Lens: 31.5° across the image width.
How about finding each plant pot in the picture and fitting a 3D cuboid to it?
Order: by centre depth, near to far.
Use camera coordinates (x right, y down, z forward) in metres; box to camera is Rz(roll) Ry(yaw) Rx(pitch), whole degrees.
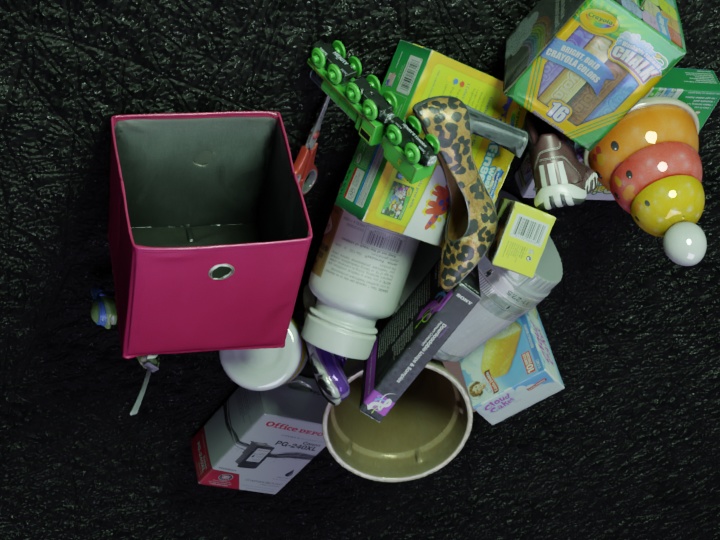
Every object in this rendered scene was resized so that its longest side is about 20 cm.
[{"bbox_3d":[0.042,0.155,1.757,0.199,0.184,0.201,-2,120,-4],"label":"plant pot"}]

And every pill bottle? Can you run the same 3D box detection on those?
[{"bbox_3d":[0.000,0.000,1.556,0.114,0.114,0.201,14,99,-33],"label":"pill bottle"},{"bbox_3d":[-0.122,0.102,1.669,0.104,0.105,0.200,-15,177,1],"label":"pill bottle"}]

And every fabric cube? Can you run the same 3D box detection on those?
[{"bbox_3d":[-0.180,-0.040,1.444,0.195,0.201,0.200,-3,141,-17],"label":"fabric cube"}]

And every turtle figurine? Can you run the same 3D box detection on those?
[{"bbox_3d":[-0.225,0.075,1.592,0.193,0.200,0.144,-18,133,-29],"label":"turtle figurine"}]

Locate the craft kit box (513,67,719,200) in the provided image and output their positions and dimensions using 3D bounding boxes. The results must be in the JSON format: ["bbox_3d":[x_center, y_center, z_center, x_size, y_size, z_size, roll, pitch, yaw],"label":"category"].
[{"bbox_3d":[0.317,-0.168,1.584,0.199,0.049,0.198,0,143,-19],"label":"craft kit box"}]

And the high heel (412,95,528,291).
[{"bbox_3d":[0.086,-0.085,1.385,0.142,0.071,0.201,18,97,-28],"label":"high heel"}]

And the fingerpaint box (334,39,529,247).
[{"bbox_3d":[0.086,-0.136,1.446,0.166,0.073,0.201,16,100,-35],"label":"fingerpaint box"}]

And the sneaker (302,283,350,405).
[{"bbox_3d":[-0.030,0.083,1.652,0.083,0.201,0.081,-11,136,5],"label":"sneaker"}]

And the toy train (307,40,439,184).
[{"bbox_3d":[0.011,-0.169,1.359,0.042,0.200,0.057,-26,151,-32],"label":"toy train"}]

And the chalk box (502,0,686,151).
[{"bbox_3d":[0.261,-0.254,1.358,0.124,0.125,0.200,32,127,-16],"label":"chalk box"}]

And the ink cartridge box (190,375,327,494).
[{"bbox_3d":[-0.141,0.245,1.917,0.145,0.084,0.200,15,134,-34],"label":"ink cartridge box"}]

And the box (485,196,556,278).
[{"bbox_3d":[0.175,-0.040,1.441,0.050,0.200,0.076,20,94,1],"label":"box"}]

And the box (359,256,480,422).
[{"bbox_3d":[0.070,0.068,1.513,0.036,0.143,0.200,32,112,-11],"label":"box"}]

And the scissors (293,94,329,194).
[{"bbox_3d":[-0.060,-0.144,1.472,0.073,0.014,0.200,-41,160,-38],"label":"scissors"}]

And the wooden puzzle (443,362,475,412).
[{"bbox_3d":[0.106,0.169,1.952,0.199,0.037,0.185,-11,143,-13],"label":"wooden puzzle"}]

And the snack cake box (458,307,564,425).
[{"bbox_3d":[0.189,0.093,1.740,0.115,0.201,0.067,-29,140,18],"label":"snack cake box"}]

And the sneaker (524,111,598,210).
[{"bbox_3d":[0.229,-0.141,1.472,0.075,0.200,0.116,-11,99,11],"label":"sneaker"}]

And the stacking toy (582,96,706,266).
[{"bbox_3d":[0.356,-0.091,1.495,0.145,0.201,0.146,-10,142,-8],"label":"stacking toy"}]

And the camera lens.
[{"bbox_3d":[0.139,0.010,1.651,0.200,0.160,0.160,-38,137,27],"label":"camera lens"}]
